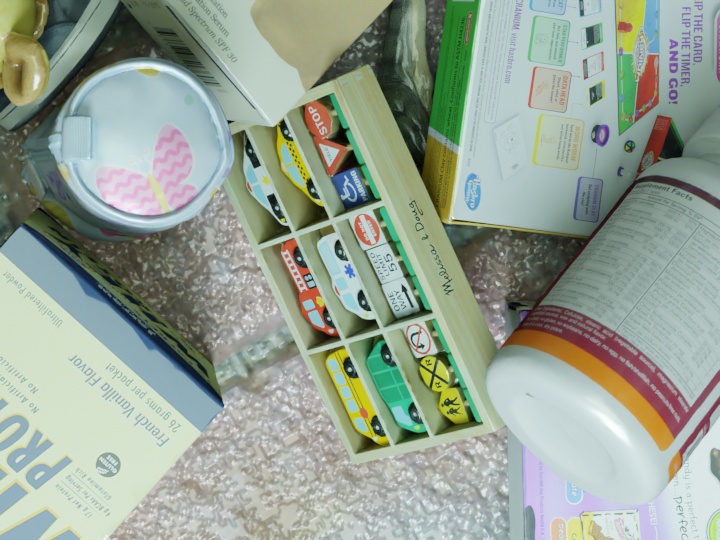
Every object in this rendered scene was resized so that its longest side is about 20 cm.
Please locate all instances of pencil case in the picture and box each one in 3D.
[{"bbox_3d":[-0.122,-0.060,1.338,0.090,0.200,0.084,17,86,-12],"label":"pencil case"}]

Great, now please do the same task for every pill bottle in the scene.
[{"bbox_3d":[0.162,0.013,1.336,0.110,0.110,0.200,42,70,-6],"label":"pill bottle"}]

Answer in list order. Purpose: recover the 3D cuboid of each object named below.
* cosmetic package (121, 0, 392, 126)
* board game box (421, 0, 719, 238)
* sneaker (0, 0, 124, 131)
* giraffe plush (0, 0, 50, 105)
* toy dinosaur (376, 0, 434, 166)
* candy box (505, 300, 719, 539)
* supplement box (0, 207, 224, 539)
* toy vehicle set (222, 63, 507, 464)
[{"bbox_3d":[-0.024,-0.181,1.365,0.200,0.071,0.105,-49,115,-13],"label":"cosmetic package"},{"bbox_3d":[0.136,-0.090,1.400,0.199,0.040,0.154,8,93,-25],"label":"board game box"},{"bbox_3d":[-0.179,-0.189,1.378,0.146,0.077,0.203,33,83,-15],"label":"sneaker"},{"bbox_3d":[-0.219,-0.163,1.293,0.198,0.173,0.163,-5,112,-2],"label":"giraffe plush"},{"bbox_3d":[0.037,-0.085,1.425,0.087,0.047,0.201,10,89,2],"label":"toy dinosaur"},{"bbox_3d":[0.182,0.099,1.432,0.198,0.072,0.169,-1,93,-4],"label":"candy box"},{"bbox_3d":[-0.184,0.087,1.338,0.134,0.200,0.200,42,90,-6],"label":"supplement box"},{"bbox_3d":[0.000,0.000,1.390,0.026,0.124,0.201,-28,96,-39],"label":"toy vehicle set"}]
